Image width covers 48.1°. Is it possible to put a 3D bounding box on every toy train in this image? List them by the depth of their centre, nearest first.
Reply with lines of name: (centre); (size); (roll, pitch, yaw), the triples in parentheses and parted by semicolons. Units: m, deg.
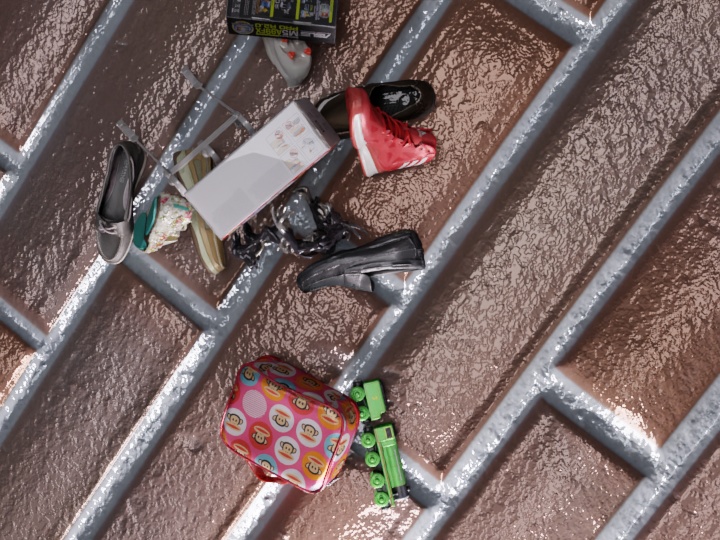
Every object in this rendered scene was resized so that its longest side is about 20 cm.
toy train: (0.030, 0.260, 1.221); (0.056, 0.042, 0.202); (-14, 88, 1)

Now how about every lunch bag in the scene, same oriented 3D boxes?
lunch bag: (-0.112, 0.242, 1.215); (0.199, 0.082, 0.178); (26, 107, 18)

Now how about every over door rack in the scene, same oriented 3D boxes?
over door rack: (-0.259, -0.208, 1.222); (0.148, 0.067, 0.200); (-42, 53, -7)

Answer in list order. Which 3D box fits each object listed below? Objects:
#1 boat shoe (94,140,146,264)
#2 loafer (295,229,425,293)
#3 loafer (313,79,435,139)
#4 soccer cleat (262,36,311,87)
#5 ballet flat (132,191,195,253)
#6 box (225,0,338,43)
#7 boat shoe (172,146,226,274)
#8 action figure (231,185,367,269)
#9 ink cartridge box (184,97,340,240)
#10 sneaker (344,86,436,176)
boat shoe: (-0.394, -0.110, 1.292); (0.066, 0.057, 0.202); (14, 94, 11)
loafer: (0.000, 0.000, 1.204); (0.199, 0.068, 0.071); (-19, 80, 8)
loafer: (0.010, -0.248, 1.195); (0.198, 0.071, 0.074); (-14, 89, 12)
soccer cleat: (-0.128, -0.373, 1.228); (0.069, 0.078, 0.202); (-13, 72, -23)
ballet flat: (-0.301, -0.066, 1.231); (0.063, 0.200, 0.076); (7, 79, -24)
box: (-0.107, -0.437, 1.180); (0.159, 0.044, 0.202); (4, 73, -3)
boat shoe: (-0.232, -0.097, 1.256); (0.075, 0.072, 0.202); (-15, 90, -4)
action figure: (-0.095, -0.065, 1.200); (0.198, 0.119, 0.103); (-11, 106, 19)
ink cartridge box: (-0.131, -0.152, 1.150); (0.199, 0.176, 0.084); (-38, 98, 13)
sneaker: (0.046, -0.203, 1.133); (0.114, 0.200, 0.079); (-9, 74, 6)
